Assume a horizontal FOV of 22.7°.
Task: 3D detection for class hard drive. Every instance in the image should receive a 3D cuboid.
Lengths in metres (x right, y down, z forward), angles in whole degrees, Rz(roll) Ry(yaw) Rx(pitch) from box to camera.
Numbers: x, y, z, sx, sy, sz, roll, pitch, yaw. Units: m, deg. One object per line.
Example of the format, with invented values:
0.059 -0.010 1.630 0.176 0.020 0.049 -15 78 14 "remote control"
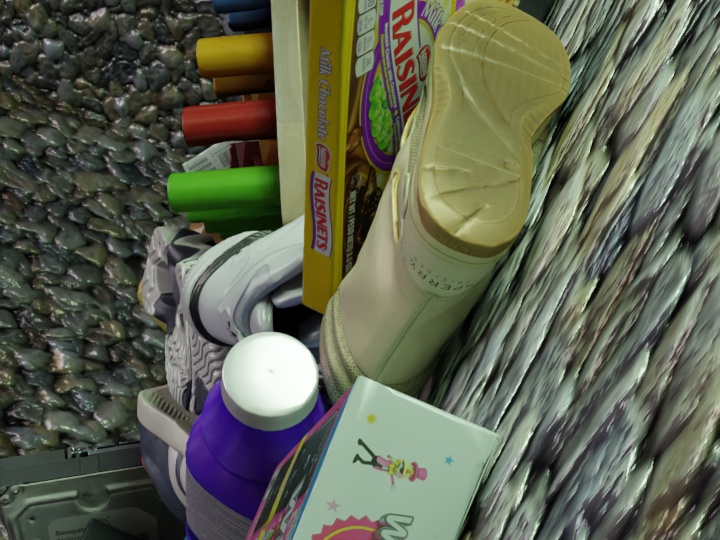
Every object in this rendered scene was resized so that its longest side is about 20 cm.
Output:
-0.191 0.218 1.359 0.038 0.139 0.201 -107 11 -54 "hard drive"

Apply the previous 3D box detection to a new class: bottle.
-0.050 0.102 0.932 0.065 0.083 0.201 -53 -16 -30 "bottle"

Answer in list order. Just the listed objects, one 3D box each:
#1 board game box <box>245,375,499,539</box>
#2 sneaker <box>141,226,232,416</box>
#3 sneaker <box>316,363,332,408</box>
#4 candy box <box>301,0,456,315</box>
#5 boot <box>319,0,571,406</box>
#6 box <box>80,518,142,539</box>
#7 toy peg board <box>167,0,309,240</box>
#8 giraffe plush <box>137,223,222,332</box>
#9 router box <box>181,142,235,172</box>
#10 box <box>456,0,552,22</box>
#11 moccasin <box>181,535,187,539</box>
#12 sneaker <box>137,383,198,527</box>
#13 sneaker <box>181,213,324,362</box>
-0.019 0.140 0.749 0.200 0.064 0.148 130 163 -70 "board game box"
-0.064 0.036 1.174 0.199 0.129 0.080 -134 53 -64 "sneaker"
-0.022 0.087 1.037 0.072 0.072 0.200 -25 -3 -24 "sneaker"
0.010 -0.081 0.919 0.102 0.026 0.201 -41 -35 -42 "candy box"
0.040 -0.031 0.903 0.201 0.072 0.156 -75 9 -47 "boot"
-0.173 0.287 1.240 0.200 0.122 0.107 -75 11 -61 "box"
-0.067 -0.110 1.206 0.200 0.097 0.201 36 -131 -79 "toy peg board"
-0.079 0.050 1.483 0.162 0.171 0.202 12 -112 -85 "giraffe plush"
-0.028 -0.121 1.417 0.199 0.051 0.149 -30 2 20 "router box"
0.062 -0.178 1.140 0.122 0.105 0.201 -77 13 -67 "box"
-0.117 0.246 1.144 0.068 0.081 0.200 -39 12 11 "moccasin"
-0.086 0.146 1.183 0.200 0.074 0.085 36 130 55 "sneaker"
-0.003 -0.010 1.038 0.199 0.075 0.115 -32 23 -11 "sneaker"
